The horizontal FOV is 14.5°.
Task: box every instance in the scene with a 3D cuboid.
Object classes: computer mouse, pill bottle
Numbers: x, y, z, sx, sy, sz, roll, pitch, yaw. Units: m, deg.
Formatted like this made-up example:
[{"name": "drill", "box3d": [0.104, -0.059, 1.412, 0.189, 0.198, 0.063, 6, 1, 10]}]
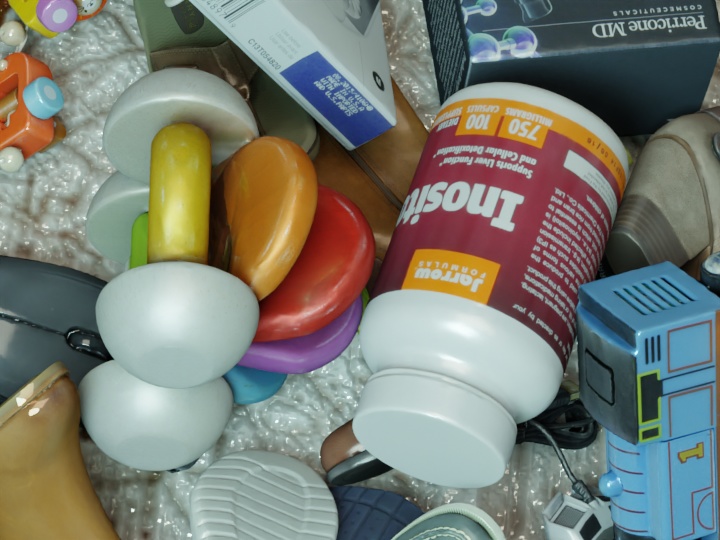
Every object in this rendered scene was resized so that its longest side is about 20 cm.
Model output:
[{"name": "computer mouse", "box3d": [-0.178, 0.032, 1.588, 0.199, 0.053, 0.139, 8, 71, -3]}, {"name": "pill bottle", "box3d": [0.066, 0.009, 1.517, 0.113, 0.113, 0.200, 19, 64, 1]}, {"name": "computer mouse", "box3d": [0.127, 0.158, 1.569, 0.110, 0.044, 0.200, -15, 73, -48]}]

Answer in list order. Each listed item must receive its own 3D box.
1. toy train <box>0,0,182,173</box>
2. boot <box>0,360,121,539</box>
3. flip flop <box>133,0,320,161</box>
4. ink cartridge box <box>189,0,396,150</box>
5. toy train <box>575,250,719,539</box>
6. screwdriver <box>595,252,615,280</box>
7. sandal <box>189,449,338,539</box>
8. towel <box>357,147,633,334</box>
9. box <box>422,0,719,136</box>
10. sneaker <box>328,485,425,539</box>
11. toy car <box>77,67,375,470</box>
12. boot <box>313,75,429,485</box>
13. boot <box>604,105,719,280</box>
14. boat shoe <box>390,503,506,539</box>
[{"name": "toy train", "box3d": [-0.147, -0.141, 1.620, 0.056, 0.200, 0.151, 28, 39, -39]}, {"name": "boot", "box3d": [-0.138, 0.147, 1.478, 0.155, 0.200, 0.074, 42, 57, 17]}, {"name": "flip flop", "box3d": [-0.085, -0.123, 1.617, 0.081, 0.058, 0.200, -21, 54, -2]}, {"name": "ink cartridge box", "box3d": [-0.056, -0.196, 1.581, 0.041, 0.200, 0.200, -28, 48, 20]}, {"name": "toy train", "box3d": [0.177, 0.087, 1.508, 0.114, 0.087, 0.201, -13, 117, -18]}, {"name": "screwdriver", "box3d": [0.150, 0.055, 1.628, 0.029, 0.028, 0.201, 0, 70, -37]}, {"name": "sandal", "box3d": [-0.058, 0.162, 1.491, 0.082, 0.050, 0.203, 19, 28, -8]}, {"name": "towel", "box3d": [0.059, -0.044, 1.656, 0.200, 0.018, 0.086, -35, 77, -15]}, {"name": "box", "box3d": [0.113, -0.184, 1.649, 0.148, 0.107, 0.201, -6, 64, -8]}, {"name": "sneaker", "box3d": [0.038, 0.182, 1.545, 0.200, 0.082, 0.074, 20, 51, 25]}, {"name": "toy car", "box3d": [-0.069, 0.002, 1.498, 0.149, 0.200, 0.176, 5, 56, -10]}, {"name": "boot", "box3d": [0.000, 0.000, 1.595, 0.188, 0.068, 0.200, -39, 82, -15]}, {"name": "boot", "box3d": [0.210, 0.009, 1.620, 0.146, 0.070, 0.201, -40, 118, -43]}, {"name": "boat shoe", "box3d": [0.006, 0.203, 1.479, 0.073, 0.200, 0.062, 44, 28, 8]}]
